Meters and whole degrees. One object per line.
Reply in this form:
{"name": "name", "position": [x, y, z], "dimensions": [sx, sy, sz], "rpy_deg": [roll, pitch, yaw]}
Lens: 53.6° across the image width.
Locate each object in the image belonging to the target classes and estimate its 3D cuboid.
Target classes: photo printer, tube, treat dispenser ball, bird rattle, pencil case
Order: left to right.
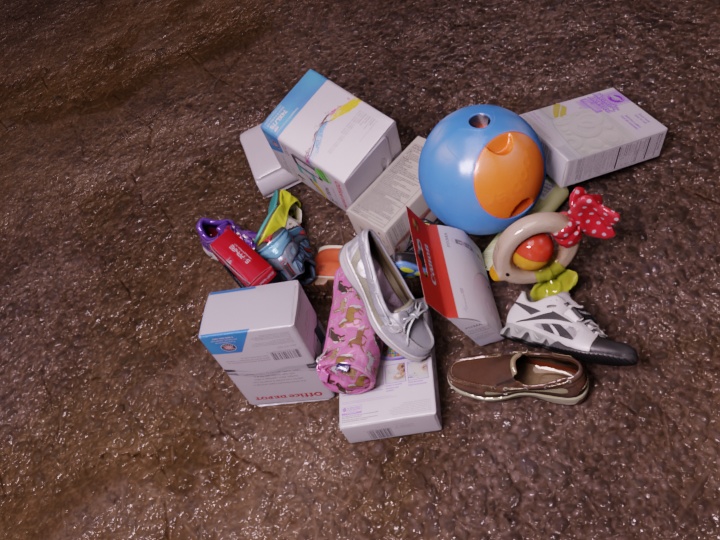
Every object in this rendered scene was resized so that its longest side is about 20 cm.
{"name": "photo printer", "position": [-0.132, -0.252, 1.436], "dimensions": [0.198, 0.070, 0.167], "rpy_deg": [-25, 50, 1]}
{"name": "pencil case", "position": [-0.009, 0.079, 1.058], "dimensions": [0.082, 0.087, 0.202], "rpy_deg": [-14, 48, 29]}
{"name": "treat dispenser ball", "position": [0.190, -0.158, 1.122], "dimensions": [0.199, 0.202, 0.202], "rpy_deg": [-10, 51, 13]}
{"name": "tube", "position": [0.264, -0.070, 1.169], "dimensions": [0.052, 0.058, 0.200], "rpy_deg": [37, 72, 21]}
{"name": "bird rattle", "position": [0.275, -0.031, 1.038], "dimensions": [0.161, 0.201, 0.114], "rpy_deg": [-2, 54, -17]}

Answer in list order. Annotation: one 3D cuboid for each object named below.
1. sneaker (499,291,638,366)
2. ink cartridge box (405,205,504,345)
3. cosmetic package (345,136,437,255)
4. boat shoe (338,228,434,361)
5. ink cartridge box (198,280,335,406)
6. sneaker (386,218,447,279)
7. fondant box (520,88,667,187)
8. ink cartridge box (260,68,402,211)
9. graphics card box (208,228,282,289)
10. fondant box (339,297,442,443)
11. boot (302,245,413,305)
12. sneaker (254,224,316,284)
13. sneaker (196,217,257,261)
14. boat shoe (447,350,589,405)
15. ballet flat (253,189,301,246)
{"name": "sneaker", "position": [0.293, 0.075, 0.993], "dimensions": [0.199, 0.074, 0.089], "rpy_deg": [15, 81, 40]}
{"name": "ink cartridge box", "position": [0.141, 0.005, 1.045], "dimensions": [0.057, 0.200, 0.164], "rpy_deg": [-20, 58, 18]}
{"name": "cosmetic package", "position": [0.083, -0.127, 1.252], "dimensions": [0.103, 0.088, 0.200], "rpy_deg": [32, 71, 37]}
{"name": "boat shoe", "position": [0.045, 0.037, 1.024], "dimensions": [0.074, 0.065, 0.203], "rpy_deg": [-26, 82, -44]}
{"name": "ink cartridge box", "position": [-0.131, 0.115, 1.073], "dimensions": [0.145, 0.201, 0.087], "rpy_deg": [-8, 51, 13]}
{"name": "sneaker", "position": [0.092, -0.036, 1.127], "dimensions": [0.070, 0.084, 0.199], "rpy_deg": [-10, 10, 34]}
{"name": "fondant box", "position": [0.382, -0.226, 1.194], "dimensions": [0.198, 0.059, 0.145], "rpy_deg": [-18, 47, -17]}
{"name": "ink cartridge box", "position": [-0.045, -0.223, 1.276], "dimensions": [0.199, 0.147, 0.146], "rpy_deg": [35, 78, 21]}
{"name": "graphics card box", "position": [-0.153, 0.033, 1.144], "dimensions": [0.051, 0.201, 0.125], "rpy_deg": [-42, 51, -13]}
{"name": "fondant box", "position": [0.042, 0.148, 1.079], "dimensions": [0.143, 0.058, 0.202], "rpy_deg": [-11, 52, 12]}
{"name": "boot", "position": [0.000, 0.000, 1.199], "dimensions": [0.198, 0.075, 0.108], "rpy_deg": [2, 50, 23]}
{"name": "sneaker", "position": [-0.115, -0.014, 1.181], "dimensions": [0.079, 0.200, 0.096], "rpy_deg": [-36, 90, 10]}
{"name": "sneaker", "position": [-0.224, -0.049, 1.308], "dimensions": [0.198, 0.084, 0.081], "rpy_deg": [14, 60, 25]}
{"name": "boat shoe", "position": [0.218, 0.140, 1.008], "dimensions": [0.200, 0.075, 0.075], "rpy_deg": [-1, 54, 19]}
{"name": "ballet flat", "position": [-0.141, -0.091, 1.289], "dimensions": [0.067, 0.067, 0.201], "rpy_deg": [26, 26, -11]}
